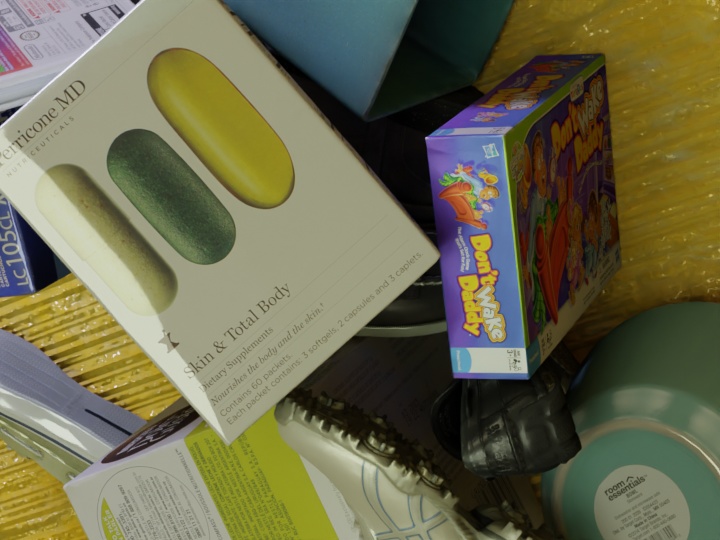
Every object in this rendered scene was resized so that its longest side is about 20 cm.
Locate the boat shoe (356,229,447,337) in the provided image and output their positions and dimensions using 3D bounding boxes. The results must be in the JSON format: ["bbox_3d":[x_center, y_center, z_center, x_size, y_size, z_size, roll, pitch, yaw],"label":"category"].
[{"bbox_3d":[0.000,0.000,1.222,0.200,0.072,0.061,-8,122,-1],"label":"boat shoe"}]

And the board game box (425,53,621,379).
[{"bbox_3d":[0.097,-0.036,1.161,0.045,0.200,0.135,0,108,22],"label":"board game box"}]

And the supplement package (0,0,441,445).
[{"bbox_3d":[-0.082,-0.040,1.106,0.152,0.151,0.200,-41,96,2],"label":"supplement package"}]

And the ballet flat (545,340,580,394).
[{"bbox_3d":[0.124,0.080,1.278,0.067,0.046,0.200,-32,92,31],"label":"ballet flat"}]

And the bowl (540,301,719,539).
[{"bbox_3d":[0.184,0.127,1.172,0.200,0.105,0.202,8,106,29],"label":"bowl"}]

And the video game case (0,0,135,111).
[{"bbox_3d":[-0.231,-0.140,1.243,0.200,0.182,0.023,-134,30,-56],"label":"video game case"}]

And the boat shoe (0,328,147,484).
[{"bbox_3d":[-0.227,0.105,1.438,0.200,0.072,0.062,32,116,9],"label":"boat shoe"}]

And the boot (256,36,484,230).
[{"bbox_3d":[-0.027,-0.071,1.249,0.199,0.070,0.132,20,113,-6],"label":"boot"}]

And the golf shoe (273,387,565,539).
[{"bbox_3d":[0.023,0.147,1.124,0.200,0.078,0.097,36,99,-3],"label":"golf shoe"}]

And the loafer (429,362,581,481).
[{"bbox_3d":[0.072,0.074,1.167,0.070,0.201,0.068,-18,99,-2],"label":"loafer"}]

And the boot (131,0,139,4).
[{"bbox_3d":[-0.094,-0.085,1.304,0.153,0.204,0.073,26,158,-28],"label":"boot"}]

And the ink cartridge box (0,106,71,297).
[{"bbox_3d":[-0.213,-0.065,1.296,0.076,0.200,0.137,-6,106,29],"label":"ink cartridge box"}]

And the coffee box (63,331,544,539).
[{"bbox_3d":[-0.027,0.156,1.286,0.197,0.200,0.201,-23,97,29],"label":"coffee box"}]

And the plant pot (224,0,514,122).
[{"bbox_3d":[-0.016,-0.207,1.193,0.200,0.141,0.142,34,118,18],"label":"plant pot"}]
